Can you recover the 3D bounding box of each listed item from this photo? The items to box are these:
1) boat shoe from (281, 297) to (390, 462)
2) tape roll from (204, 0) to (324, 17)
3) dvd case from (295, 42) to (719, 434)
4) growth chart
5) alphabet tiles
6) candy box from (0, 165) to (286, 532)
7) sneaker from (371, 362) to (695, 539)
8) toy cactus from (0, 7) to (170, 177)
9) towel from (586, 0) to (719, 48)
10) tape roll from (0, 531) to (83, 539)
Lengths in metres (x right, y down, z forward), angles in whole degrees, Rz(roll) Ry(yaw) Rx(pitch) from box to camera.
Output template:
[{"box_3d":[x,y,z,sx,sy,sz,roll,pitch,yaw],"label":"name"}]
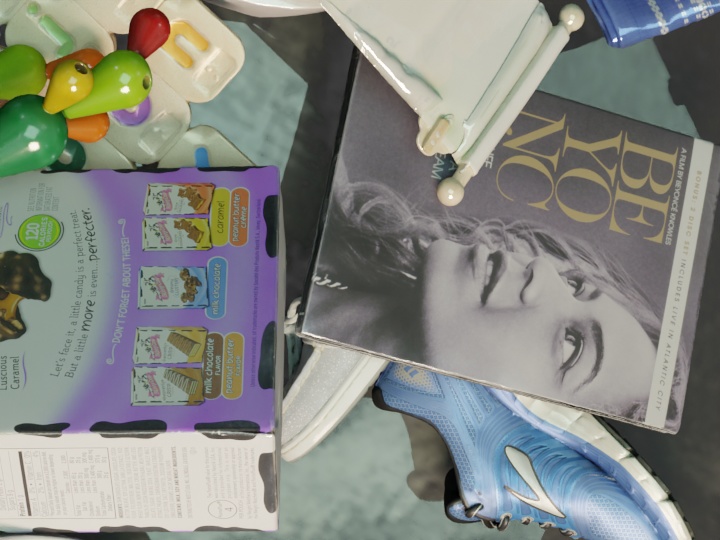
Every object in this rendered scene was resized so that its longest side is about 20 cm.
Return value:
[{"box_3d":[0.001,-0.001,1.275,0.065,0.074,0.202,29,83,-4],"label":"boat shoe"},{"box_3d":[-0.036,-0.226,1.257,0.202,0.071,0.203,0,93,-9],"label":"tape roll"},{"box_3d":[0.077,-0.016,1.252,0.199,0.016,0.149,15,77,-17],"label":"dvd case"},{"box_3d":[0.030,-0.150,1.212,0.145,0.018,0.200,-50,116,-23],"label":"growth chart"},{"box_3d":[-0.152,-0.065,1.248,0.196,0.015,0.200,41,101,-9],"label":"alphabet tiles"},{"box_3d":[-0.135,0.034,1.175,0.199,0.168,0.072,-1,135,1],"label":"candy box"},{"box_3d":[0.088,0.102,1.298,0.200,0.079,0.089,42,93,-1],"label":"sneaker"},{"box_3d":[-0.192,-0.065,1.167,0.199,0.102,0.165,4,58,4],"label":"toy cactus"},{"box_3d":[0.184,-0.202,1.278,0.200,0.024,0.145,-23,63,-3],"label":"towel"},{"box_3d":[-0.174,0.216,1.193,0.202,0.139,0.203,0,89,-26],"label":"tape roll"}]
